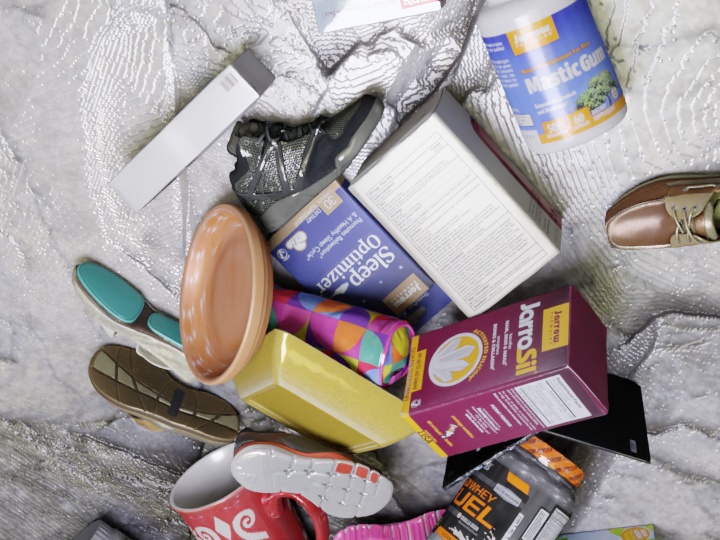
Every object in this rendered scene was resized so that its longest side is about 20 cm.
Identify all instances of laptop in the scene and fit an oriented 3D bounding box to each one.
[{"bbox_3d":[0.203,0.180,1.364,0.199,0.177,0.103,-36,102,20],"label":"laptop"}]

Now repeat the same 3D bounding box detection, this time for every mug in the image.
[{"bbox_3d":[-0.118,0.329,1.490,0.133,0.177,0.201,-35,112,-24],"label":"mug"}]

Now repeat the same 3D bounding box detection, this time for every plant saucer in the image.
[{"bbox_3d":[-0.047,0.150,1.387,0.199,0.049,0.200,32,157,-12],"label":"plant saucer"},{"bbox_3d":[-0.148,0.027,1.374,0.037,0.200,0.201,7,117,-30],"label":"plant saucer"}]

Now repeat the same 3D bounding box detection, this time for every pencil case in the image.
[{"bbox_3d":[-0.038,0.073,1.377,0.199,0.088,0.089,14,115,29],"label":"pencil case"}]

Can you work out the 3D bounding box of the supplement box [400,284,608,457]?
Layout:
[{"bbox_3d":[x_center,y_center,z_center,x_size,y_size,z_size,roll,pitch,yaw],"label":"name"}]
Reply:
[{"bbox_3d":[0.150,0.107,1.281,0.199,0.111,0.086,-21,130,30],"label":"supplement box"}]

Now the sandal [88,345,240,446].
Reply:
[{"bbox_3d":[-0.243,0.163,1.498,0.199,0.081,0.054,27,135,-6],"label":"sandal"}]

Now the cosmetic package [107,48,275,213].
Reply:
[{"bbox_3d":[-0.184,-0.152,1.353,0.200,0.083,0.051,-40,103,22],"label":"cosmetic package"}]

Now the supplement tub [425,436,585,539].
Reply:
[{"bbox_3d":[0.162,0.287,1.414,0.122,0.123,0.201,36,84,-5],"label":"supplement tub"}]

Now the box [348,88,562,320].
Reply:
[{"bbox_3d":[0.105,-0.071,1.319,0.128,0.109,0.200,-39,100,23],"label":"box"}]

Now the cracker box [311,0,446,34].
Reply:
[{"bbox_3d":[0.004,-0.353,1.254,0.133,0.058,0.201,-8,109,13],"label":"cracker box"}]

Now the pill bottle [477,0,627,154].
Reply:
[{"bbox_3d":[0.184,-0.229,1.242,0.111,0.112,0.201,-21,107,17],"label":"pill bottle"}]

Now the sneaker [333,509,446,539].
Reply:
[{"bbox_3d":[0.058,0.340,1.512,0.198,0.088,0.082,0,72,-7],"label":"sneaker"}]

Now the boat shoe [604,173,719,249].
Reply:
[{"bbox_3d":[0.356,-0.063,1.298,0.199,0.074,0.076,-15,108,15],"label":"boat shoe"}]

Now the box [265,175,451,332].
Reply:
[{"bbox_3d":[0.000,0.000,1.408,0.200,0.032,0.121,45,112,-10],"label":"box"}]

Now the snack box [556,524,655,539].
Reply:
[{"bbox_3d":[0.266,0.379,1.418,0.167,0.200,0.068,-9,110,13],"label":"snack box"}]

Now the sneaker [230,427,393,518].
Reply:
[{"bbox_3d":[-0.053,0.218,1.414,0.199,0.082,0.077,21,113,-21],"label":"sneaker"}]

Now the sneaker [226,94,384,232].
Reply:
[{"bbox_3d":[-0.069,-0.139,1.340,0.199,0.076,0.114,-38,107,26],"label":"sneaker"}]

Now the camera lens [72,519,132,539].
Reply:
[{"bbox_3d":[-0.307,0.437,1.562,0.200,0.160,0.160,45,112,-9],"label":"camera lens"}]

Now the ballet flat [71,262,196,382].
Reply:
[{"bbox_3d":[-0.267,0.068,1.464,0.199,0.068,0.062,35,123,-4],"label":"ballet flat"}]
